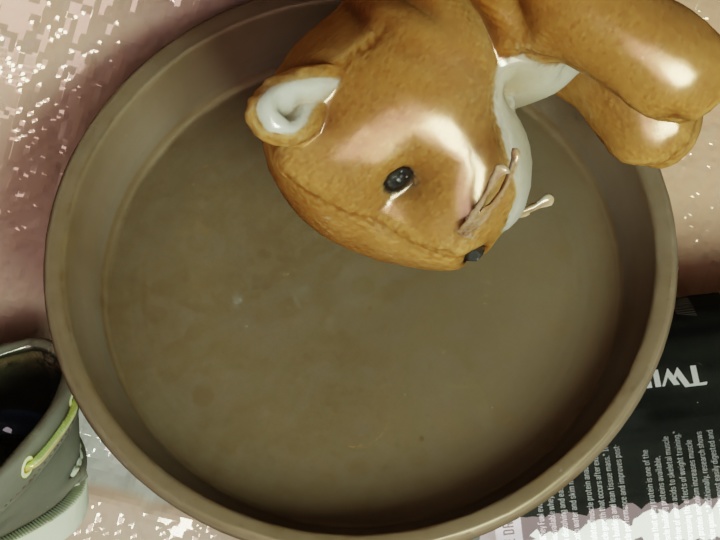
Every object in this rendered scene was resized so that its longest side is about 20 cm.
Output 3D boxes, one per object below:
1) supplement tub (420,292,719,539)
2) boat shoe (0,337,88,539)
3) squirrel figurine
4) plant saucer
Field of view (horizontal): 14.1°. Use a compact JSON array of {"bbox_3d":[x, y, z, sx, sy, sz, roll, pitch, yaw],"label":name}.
[{"bbox_3d":[0.090,0.072,0.961,0.199,0.123,0.123,-7,111,-2],"label":"supplement tub"},{"bbox_3d":[-0.164,0.082,0.925,0.072,0.201,0.061,28,128,29],"label":"boat shoe"},{"bbox_3d":[0.027,-0.105,0.879,0.187,0.142,0.200,-42,89,2],"label":"squirrel figurine"},{"bbox_3d":[0.000,0.000,0.918,0.199,0.201,0.030,-6,154,-1],"label":"plant saucer"}]
